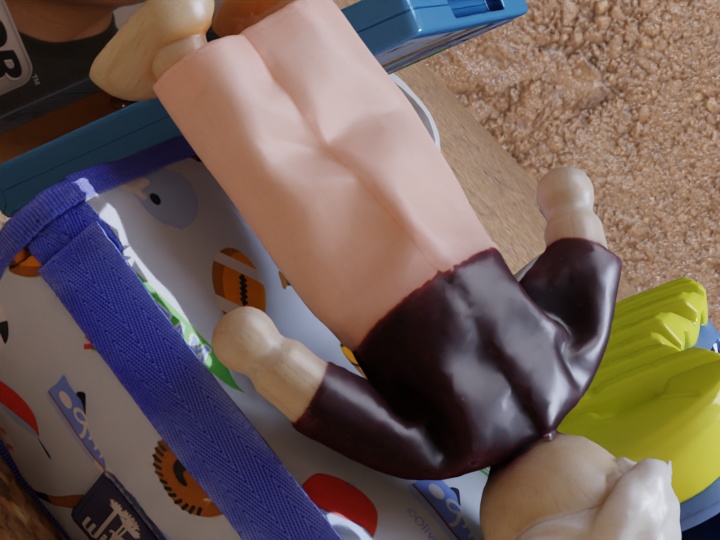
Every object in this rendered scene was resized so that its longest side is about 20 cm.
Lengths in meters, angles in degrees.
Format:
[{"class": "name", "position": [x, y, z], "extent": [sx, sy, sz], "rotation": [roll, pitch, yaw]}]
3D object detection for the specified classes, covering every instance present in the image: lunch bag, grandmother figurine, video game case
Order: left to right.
[{"class": "lunch bag", "position": [-0.028, 0.052, 0.564], "extent": [0.170, 0.124, 0.200], "rotation": [51, 3, 5]}, {"class": "video game case", "position": [-0.025, -0.064, 0.645], "extent": [0.018, 0.143, 0.200], "rotation": [67, 16, -3]}, {"class": "grandmother figurine", "position": [0.018, 0.008, 0.493], "extent": [0.200, 0.121, 0.061], "rotation": [57, -20, 12]}]

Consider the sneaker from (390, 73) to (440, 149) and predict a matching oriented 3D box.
[{"class": "sneaker", "position": [-0.047, -0.082, 0.941], "extent": [0.199, 0.079, 0.079], "rotation": [21, 3, 16]}]

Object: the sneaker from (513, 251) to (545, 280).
[{"class": "sneaker", "position": [0.101, 0.058, 0.909], "extent": [0.118, 0.074, 0.200], "rotation": [55, 11, 10]}]

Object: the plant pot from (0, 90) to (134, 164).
[{"class": "plant pot", "position": [-0.108, -0.127, 0.756], "extent": [0.200, 0.200, 0.140], "rotation": [26, 41, -64]}]

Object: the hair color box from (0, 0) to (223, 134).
[{"class": "hair color box", "position": [-0.092, -0.114, 0.630], "extent": [0.061, 0.199, 0.099], "rotation": [-41, 108, -80]}]

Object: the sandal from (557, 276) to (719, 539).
[{"class": "sandal", "position": [0.095, 0.060, 0.618], "extent": [0.200, 0.079, 0.087], "rotation": [-68, 133, -75]}]
